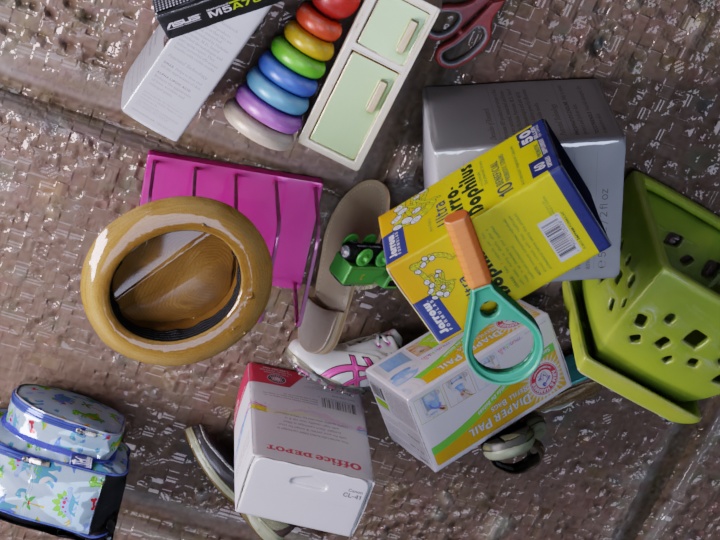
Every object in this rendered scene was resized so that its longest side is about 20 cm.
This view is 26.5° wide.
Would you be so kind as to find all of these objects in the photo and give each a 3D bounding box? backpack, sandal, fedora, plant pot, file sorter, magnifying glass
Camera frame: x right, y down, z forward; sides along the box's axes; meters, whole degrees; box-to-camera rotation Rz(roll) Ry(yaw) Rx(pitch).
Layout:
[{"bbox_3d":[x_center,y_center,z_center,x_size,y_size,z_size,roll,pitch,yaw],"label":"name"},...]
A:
[{"bbox_3d":[-0.368,0.214,1.773,0.198,0.183,0.149,14,95,-8],"label":"backpack"},{"bbox_3d":[0.181,0.213,1.794,0.079,0.201,0.058,-23,86,12],"label":"sandal"},{"bbox_3d":[-0.191,0.001,1.576,0.198,0.082,0.203,-3,115,-7],"label":"fedora"},{"bbox_3d":[0.344,0.043,1.724,0.198,0.201,0.182,27,120,-19],"label":"plant pot"},{"bbox_3d":[-0.004,-0.003,1.748,0.069,0.077,0.214,9,108,-50],"label":"sandal"},{"bbox_3d":[-0.148,-0.028,1.680,0.198,0.126,0.140,9,118,-9],"label":"file sorter"},{"bbox_3d":[0.123,0.029,1.479,0.079,0.022,0.201,-19,119,7],"label":"magnifying glass"}]

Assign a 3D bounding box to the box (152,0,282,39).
[{"bbox_3d":[-0.120,-0.341,1.473,0.191,0.202,0.048,-16,153,4],"label":"box"}]

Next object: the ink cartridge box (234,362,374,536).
[{"bbox_3d":[-0.070,0.204,1.773,0.146,0.201,0.086,14,118,-11],"label":"ink cartridge box"}]

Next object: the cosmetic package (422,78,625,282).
[{"bbox_3d":[0.171,-0.096,1.645,0.197,0.167,0.169,-4,120,-1],"label":"cosmetic package"}]

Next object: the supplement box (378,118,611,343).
[{"bbox_3d":[0.130,-0.039,1.515,0.199,0.109,0.110,-31,118,13],"label":"supplement box"}]

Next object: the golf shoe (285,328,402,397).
[{"bbox_3d":[0.008,0.105,1.806,0.198,0.073,0.093,17,98,-20],"label":"golf shoe"}]

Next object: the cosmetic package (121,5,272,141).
[{"bbox_3d":[-0.165,-0.243,1.573,0.074,0.102,0.201,28,112,-20],"label":"cosmetic package"}]

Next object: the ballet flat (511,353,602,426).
[{"bbox_3d":[0.207,0.152,1.854,0.198,0.068,0.073,-19,140,2],"label":"ballet flat"}]

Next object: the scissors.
[{"bbox_3d":[0.152,-0.293,1.622,0.199,0.014,0.073,-36,113,13],"label":"scissors"}]

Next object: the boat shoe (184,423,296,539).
[{"bbox_3d":[-0.141,0.253,1.876,0.065,0.073,0.201,-35,120,2],"label":"boat shoe"}]

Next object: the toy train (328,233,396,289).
[{"bbox_3d":[0.045,-0.007,1.703,0.199,0.042,0.057,2,124,-47],"label":"toy train"}]

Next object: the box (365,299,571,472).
[{"bbox_3d":[0.125,0.123,1.752,0.199,0.112,0.102,-30,116,-17],"label":"box"}]

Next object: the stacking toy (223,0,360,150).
[{"bbox_3d":[-0.063,-0.230,1.610,0.085,0.086,0.201,27,107,-18],"label":"stacking toy"}]

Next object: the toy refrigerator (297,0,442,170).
[{"bbox_3d":[0.009,-0.213,1.615,0.075,0.070,0.201,26,114,-7],"label":"toy refrigerator"}]
